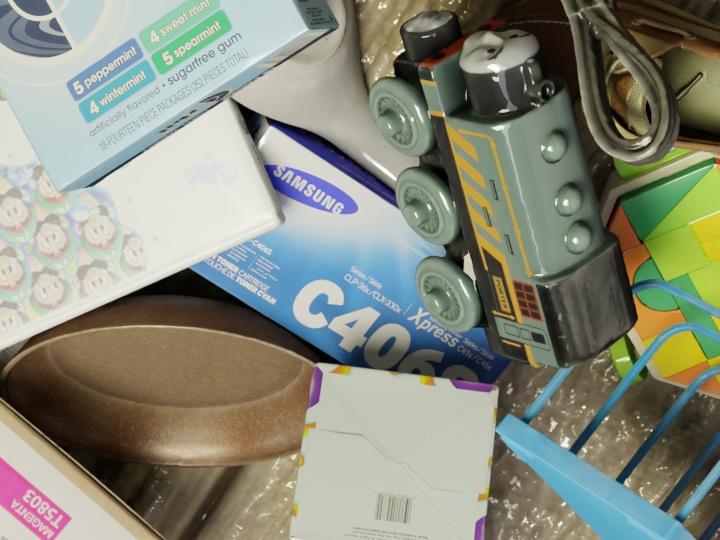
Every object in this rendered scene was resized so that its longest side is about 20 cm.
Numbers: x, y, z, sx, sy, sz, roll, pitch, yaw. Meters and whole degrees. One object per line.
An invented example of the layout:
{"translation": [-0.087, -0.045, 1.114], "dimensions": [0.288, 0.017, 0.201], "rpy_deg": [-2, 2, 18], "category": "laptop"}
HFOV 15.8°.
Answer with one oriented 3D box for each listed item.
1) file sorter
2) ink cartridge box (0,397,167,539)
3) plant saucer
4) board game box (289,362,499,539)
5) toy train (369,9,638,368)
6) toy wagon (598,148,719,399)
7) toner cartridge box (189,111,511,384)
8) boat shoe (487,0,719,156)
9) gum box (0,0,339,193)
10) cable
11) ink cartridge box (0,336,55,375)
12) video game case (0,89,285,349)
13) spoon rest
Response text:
{"translation": [0.198, 0.116, 1.408], "dimensions": [0.123, 0.139, 0.200], "rpy_deg": [-52, 133, -7], "category": "file sorter"}
{"translation": [-0.205, 0.132, 1.511], "dimensions": [0.200, 0.165, 0.075], "rpy_deg": [43, 79, -18], "category": "ink cartridge box"}
{"translation": [-0.107, 0.060, 1.493], "dimensions": [0.200, 0.037, 0.201], "rpy_deg": [2, 154, 1], "category": "plant saucer"}
{"translation": [0.015, 0.138, 1.471], "dimensions": [0.104, 0.103, 0.200], "rpy_deg": [8, 158, 0], "category": "board game box"}
{"translation": [0.077, -0.041, 1.354], "dimensions": [0.114, 0.085, 0.201], "rpy_deg": [15, 128, 48], "category": "toy train"}
{"translation": [0.189, -0.019, 1.449], "dimensions": [0.155, 0.040, 0.200], "rpy_deg": [-23, 116, 19], "category": "toy wagon"}
{"translation": [0.000, 0.000, 1.457], "dimensions": [0.200, 0.043, 0.095], "rpy_deg": [32, 104, -20], "category": "toner cartridge box"}
{"translation": [0.151, -0.102, 1.356], "dimensions": [0.199, 0.074, 0.076], "rpy_deg": [10, 109, 24], "category": "boat shoe"}
{"translation": [-0.132, -0.169, 1.342], "dimensions": [0.170, 0.045, 0.200], "rpy_deg": [-30, 85, 22], "category": "gum box"}
{"translation": [0.110, -0.149, 1.316], "dimensions": [0.097, 0.201, 0.050], "rpy_deg": [-9, 160, 23], "category": "cable"}
{"translation": [-0.190, -0.026, 1.487], "dimensions": [0.119, 0.042, 0.200], "rpy_deg": [38, 119, -15], "category": "ink cartridge box"}
{"translation": [-0.165, -0.070, 1.406], "dimensions": [0.200, 0.024, 0.183], "rpy_deg": [-23, 91, 12], "category": "video game case"}
{"translation": [-0.015, -0.103, 1.403], "dimensions": [0.200, 0.099, 0.061], "rpy_deg": [46, 160, -23], "category": "spoon rest"}
